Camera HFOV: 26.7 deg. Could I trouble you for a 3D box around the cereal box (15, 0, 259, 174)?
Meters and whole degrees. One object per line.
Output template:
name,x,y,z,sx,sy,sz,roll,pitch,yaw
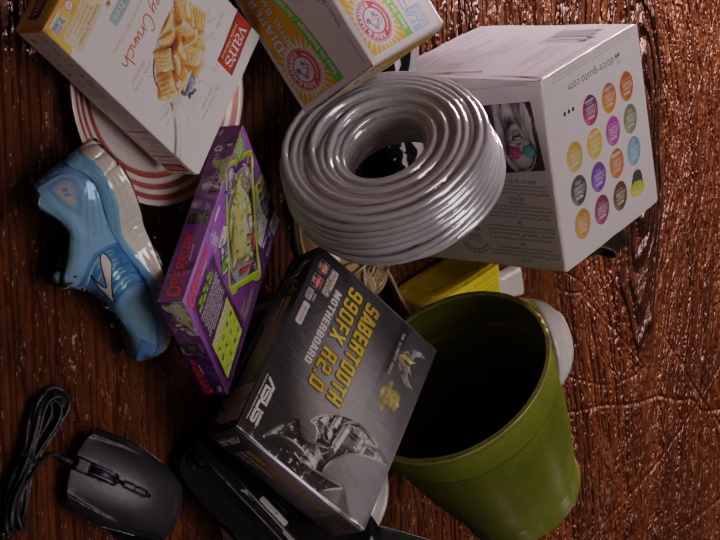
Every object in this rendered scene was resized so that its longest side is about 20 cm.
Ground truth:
cereal box,-0.172,-0.190,1.221,0.200,0.039,0.145,43,61,-45

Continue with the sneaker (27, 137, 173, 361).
sneaker,-0.212,-0.007,1.219,0.089,0.078,0.202,-28,125,-16

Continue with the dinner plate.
dinner plate,-0.173,-0.156,1.274,0.199,0.024,0.203,-10,102,-51

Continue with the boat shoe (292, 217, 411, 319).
boat shoe,0.000,0.000,1.476,0.072,0.064,0.201,-58,134,-30

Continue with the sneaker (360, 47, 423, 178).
sneaker,0.000,-0.155,1.462,0.111,0.073,0.203,4,83,-48

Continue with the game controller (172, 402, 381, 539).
game controller,-0.072,0.206,1.351,0.104,0.042,0.200,-45,100,-15

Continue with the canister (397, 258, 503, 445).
canister,0.104,0.100,1.603,0.148,0.086,0.202,-29,115,-45

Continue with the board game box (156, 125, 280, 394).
board game box,-0.116,-0.011,1.287,0.121,0.032,0.201,76,21,-46

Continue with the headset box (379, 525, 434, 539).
headset box,0.035,0.346,1.460,0.200,0.092,0.176,95,11,-75

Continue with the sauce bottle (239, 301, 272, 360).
sauce bottle,-0.070,0.060,1.392,0.199,0.066,0.067,9,87,-45

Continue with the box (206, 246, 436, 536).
box,-0.029,0.106,1.336,0.158,0.048,0.201,42,53,-22

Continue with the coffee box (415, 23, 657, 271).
coffee box,0.166,-0.131,1.562,0.199,0.198,0.200,-32,119,-45

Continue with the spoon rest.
spoon rest,0.178,0.057,1.638,0.060,0.200,0.100,-14,116,-7

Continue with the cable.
cable,0.027,-0.096,1.349,0.198,0.201,0.070,-27,138,-6

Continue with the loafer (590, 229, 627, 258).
loafer,0.240,-0.040,1.780,0.199,0.073,0.072,17,91,-46

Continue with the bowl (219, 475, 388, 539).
bowl,-0.036,0.207,1.434,0.200,0.090,0.204,-9,101,-50

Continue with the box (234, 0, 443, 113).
box,-0.039,-0.256,1.309,0.112,0.101,0.201,-37,96,-43

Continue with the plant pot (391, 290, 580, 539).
plant pot,0.122,0.160,1.460,0.201,0.199,0.194,-58,134,-29

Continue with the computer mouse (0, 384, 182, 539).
computer mouse,-0.214,0.198,1.242,0.200,0.046,0.142,47,57,-43
